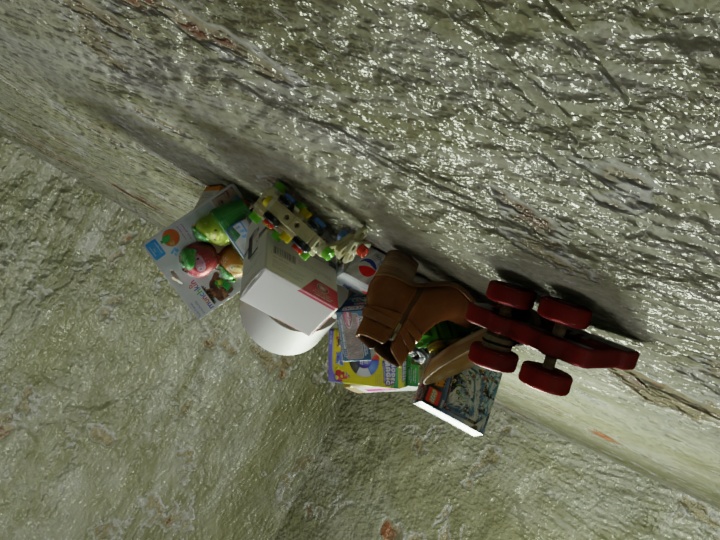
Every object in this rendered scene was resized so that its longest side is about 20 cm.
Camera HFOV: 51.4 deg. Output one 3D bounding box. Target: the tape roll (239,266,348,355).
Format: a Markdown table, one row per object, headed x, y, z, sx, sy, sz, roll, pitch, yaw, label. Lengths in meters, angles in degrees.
| x | y | z | sx | sy | sz | roll | pitch | yaw | label |
| --- | --- | --- | --- | --- | --- | --- | --- | --- | --- |
| -0.143 | 0.061 | 1.573 | 0.202 | 0.204 | 0.139 | 29 | 147 | -8 | tape roll |

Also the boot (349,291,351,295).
| x | y | z | sx | sy | sz | roll | pitch | yaw | label |
| --- | --- | --- | --- | --- | --- | --- | --- | --- | --- |
| -0.040 | 0.048 | 1.746 | 0.199 | 0.077 | 0.155 | 26 | 179 | -38 | boot |

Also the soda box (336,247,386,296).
| x | y | z | sx | sy | sz | roll | pitch | yaw | label |
| --- | --- | --- | --- | --- | --- | --- | --- | --- | --- |
| 0.000 | 0.000 | 1.350 | 0.068 | 0.064 | 0.200 | 28 | 172 | -5 | soda box |

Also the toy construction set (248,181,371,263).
| x | y | z | sx | sy | sz | roll | pitch | yaw | label |
| --- | --- | --- | --- | --- | --- | --- | --- | --- | --- |
| -0.084 | -0.063 | 1.136 | 0.199 | 0.093 | 0.131 | 25 | 171 | 19 | toy construction set |

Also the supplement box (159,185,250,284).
| x | y | z | sx | sy | sz | roll | pitch | yaw | label |
| --- | --- | --- | --- | --- | --- | --- | --- | --- | --- |
| -0.307 | -0.063 | 1.474 | 0.073 | 0.201 | 0.126 | 31 | 171 | -25 | supplement box |

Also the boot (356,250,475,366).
| x | y | z | sx | sy | sz | roll | pitch | yaw | label |
| --- | --- | --- | --- | --- | --- | --- | --- | --- | --- |
| 0.092 | 0.080 | 1.161 | 0.199 | 0.156 | 0.077 | 35 | 150 | -23 | boot |

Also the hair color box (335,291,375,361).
| x | y | z | sx | sy | sz | roll | pitch | yaw | label |
| --- | --- | --- | --- | --- | --- | --- | --- | --- | --- |
| 0.009 | 0.096 | 1.469 | 0.060 | 0.101 | 0.200 | -5 | -167 | 14 | hair color box |

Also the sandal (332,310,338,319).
| x | y | z | sx | sy | sz | roll | pitch | yaw | label |
| --- | --- | --- | --- | --- | --- | --- | --- | --- | --- |
| -0.113 | 0.036 | 1.379 | 0.199 | 0.055 | 0.082 | 30 | -151 | -42 | sandal |

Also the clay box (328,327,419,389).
| x | y | z | sx | sy | sz | roll | pitch | yaw | label |
| --- | --- | --- | --- | --- | --- | --- | --- | --- | --- |
| 0.027 | 0.183 | 1.569 | 0.199 | 0.116 | 0.047 | 0 | 179 | 31 | clay box |

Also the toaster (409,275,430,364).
| x | y | z | sx | sy | sz | roll | pitch | yaw | label |
| --- | --- | --- | --- | --- | --- | --- | --- | --- | --- |
| 0.076 | 0.081 | 1.340 | 0.113 | 0.130 | 0.200 | 14 | 168 | 21 | toaster |

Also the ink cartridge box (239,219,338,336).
| x | y | z | sx | sy | sz | roll | pitch | yaw | label |
| --- | --- | --- | --- | --- | --- | --- | --- | --- | --- |
| -0.119 | -0.008 | 1.259 | 0.145 | 0.085 | 0.201 | 31 | -149 | -24 | ink cartridge box |

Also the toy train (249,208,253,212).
| x | y | z | sx | sy | sz | roll | pitch | yaw | label |
| --- | --- | --- | --- | --- | --- | --- | --- | --- | --- |
| -0.144 | -0.063 | 1.494 | 0.199 | 0.046 | 0.034 | 35 | 161 | -26 | toy train |

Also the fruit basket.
| x | y | z | sx | sy | sz | roll | pitch | yaw | label |
| --- | --- | --- | --- | --- | --- | --- | --- | --- | --- |
| -0.265 | -0.031 | 1.375 | 0.186 | 0.200 | 0.094 | 59 | 167 | -27 | fruit basket |

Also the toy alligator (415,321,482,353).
| x | y | z | sx | sy | sz | roll | pitch | yaw | label |
| --- | --- | --- | --- | --- | --- | --- | --- | --- | --- |
| 0.150 | 0.108 | 1.276 | 0.199 | 0.060 | 0.054 | -3 | 155 | -38 | toy alligator |

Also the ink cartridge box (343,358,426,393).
| x | y | z | sx | sy | sz | roll | pitch | yaw | label |
| --- | --- | --- | --- | --- | --- | --- | --- | --- | --- |
| 0.069 | 0.179 | 1.641 | 0.199 | 0.166 | 0.075 | -7 | 157 | 26 | ink cartridge box |

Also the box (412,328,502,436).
| x | y | z | sx | sy | sz | roll | pitch | yaw | label |
| --- | --- | --- | --- | --- | --- | --- | --- | --- | --- |
| 0.189 | 0.179 | 1.359 | 0.136 | 0.201 | 0.040 | 30 | 154 | -13 | box |

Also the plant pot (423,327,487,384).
| x | y | z | sx | sy | sz | roll | pitch | yaw | label |
| --- | --- | --- | --- | --- | --- | --- | --- | --- | --- |
| 0.188 | 0.131 | 1.242 | 0.028 | 0.199 | 0.200 | 63 | -177 | 18 | plant pot |

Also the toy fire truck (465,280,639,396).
| x | y | z | sx | sy | sz | roll | pitch | yaw | label |
| --- | --- | --- | --- | --- | --- | --- | --- | --- | --- |
| 0.249 | 0.088 | 1.000 | 0.167 | 0.113 | 0.199 | 9 | -172 | -45 | toy fire truck |
